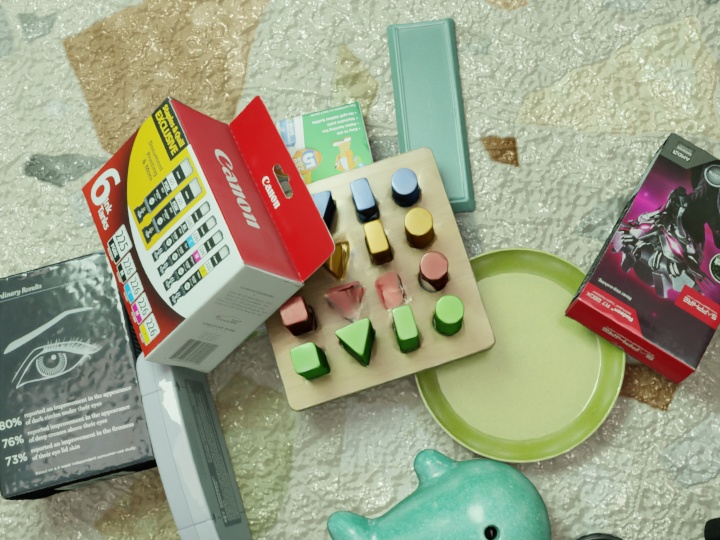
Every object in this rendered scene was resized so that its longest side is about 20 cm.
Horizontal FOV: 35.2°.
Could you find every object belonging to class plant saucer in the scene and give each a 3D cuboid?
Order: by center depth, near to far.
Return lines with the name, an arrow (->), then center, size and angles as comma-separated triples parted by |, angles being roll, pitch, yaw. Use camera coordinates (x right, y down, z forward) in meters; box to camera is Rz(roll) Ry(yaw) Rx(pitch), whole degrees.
plant saucer -> 0.148, 0.080, 1.073 | 0.198, 0.031, 0.202 | -1, 80, 4
plant saucer -> 0.069, -0.155, 1.127 | 0.069, 0.019, 0.202 | -6, 79, 2

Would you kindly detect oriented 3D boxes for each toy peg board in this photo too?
toy peg board -> 0.000, 0.000, 1.022 | 0.198, 0.098, 0.201 | -18, 80, 0

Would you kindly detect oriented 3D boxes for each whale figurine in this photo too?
whale figurine -> 0.072, 0.238, 1.006 | 0.198, 0.104, 0.161 | -6, 79, -6

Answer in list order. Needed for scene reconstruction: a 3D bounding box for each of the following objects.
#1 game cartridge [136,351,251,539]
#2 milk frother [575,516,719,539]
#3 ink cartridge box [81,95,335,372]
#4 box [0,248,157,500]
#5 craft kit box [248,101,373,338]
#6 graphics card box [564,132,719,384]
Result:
game cartridge -> -0.150, 0.168, 1.024 | 0.040, 0.133, 0.202 | -18, 79, 1
milk frother -> 0.265, 0.302, 0.946 | 0.198, 0.188, 0.182 | -14, 78, 1
ink cartridge box -> -0.138, -0.046, 1.001 | 0.175, 0.084, 0.201 | -42, 57, 21
box -> -0.266, 0.098, 1.058 | 0.147, 0.104, 0.202 | -14, 79, 1
craft kit box -> -0.073, -0.045, 1.104 | 0.198, 0.049, 0.199 | -14, 82, 1
graphics card box -> 0.292, -0.014, 1.053 | 0.125, 0.051, 0.201 | 32, 72, 7
